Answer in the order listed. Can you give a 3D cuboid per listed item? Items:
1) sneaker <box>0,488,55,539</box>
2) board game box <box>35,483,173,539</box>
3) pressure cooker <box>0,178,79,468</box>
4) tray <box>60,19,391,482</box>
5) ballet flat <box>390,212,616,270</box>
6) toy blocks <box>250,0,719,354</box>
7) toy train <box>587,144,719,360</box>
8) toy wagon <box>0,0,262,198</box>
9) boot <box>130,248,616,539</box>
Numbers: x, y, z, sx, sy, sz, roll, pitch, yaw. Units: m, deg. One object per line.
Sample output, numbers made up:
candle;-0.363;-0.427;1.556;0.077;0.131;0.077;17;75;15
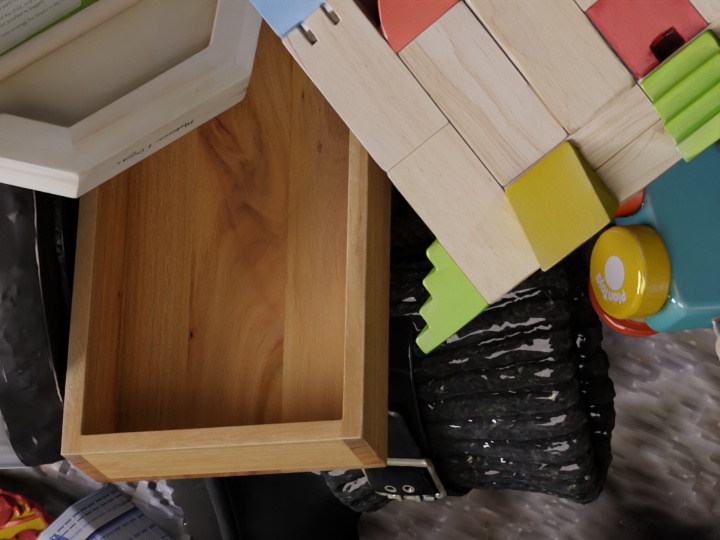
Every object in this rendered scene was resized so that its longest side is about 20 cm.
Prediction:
sneaker;-0.196;0.143;0.995;0.200;0.073;0.077;-21;134;27
board game box;-0.106;0.190;0.878;0.200;0.062;0.200;37;124;21
pressure cooker;-0.191;-0.013;0.817;0.199;0.176;0.179;-3;75;4
tray;-0.040;-0.033;0.787;0.098;0.201;0.037;-4;157;14
ballet flat;0.000;0.000;0.873;0.199;0.046;0.067;-14;143;18
toy blocks;0.057;-0.092;0.699;0.200;0.100;0.137;-38;92;17
toy train;0.155;0.013;0.807;0.200;0.150;0.056;43;143;-3
toy wagon;-0.113;-0.123;0.739;0.200;0.155;0.040;55;163;10
boot;0.016;0.068;0.861;0.157;0.080;0.211;-7;146;8
